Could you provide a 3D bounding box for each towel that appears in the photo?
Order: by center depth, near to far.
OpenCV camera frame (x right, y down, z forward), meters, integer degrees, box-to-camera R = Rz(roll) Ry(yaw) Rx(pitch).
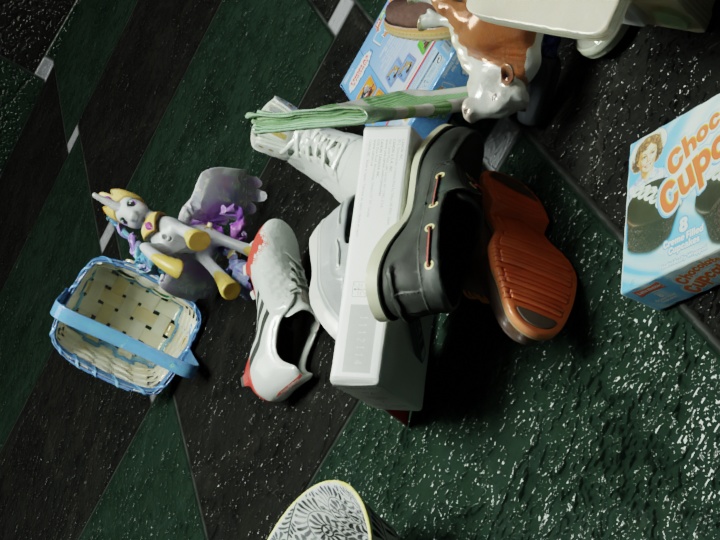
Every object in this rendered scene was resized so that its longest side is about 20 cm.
[{"bbox_3d":[0.025,-0.136,1.184,0.152,0.199,0.024,2,101,47],"label":"towel"}]

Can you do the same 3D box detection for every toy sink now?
[{"bbox_3d":[0.187,-0.240,1.014,0.130,0.112,0.201,19,84,43],"label":"toy sink"}]

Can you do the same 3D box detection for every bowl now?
[{"bbox_3d":[-0.008,0.264,1.055,0.201,0.094,0.202,-44,35,41],"label":"bowl"}]

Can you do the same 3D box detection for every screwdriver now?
[{"bbox_3d":[0.155,-0.206,1.120,0.029,0.028,0.201,-53,-23,-59],"label":"screwdriver"}]

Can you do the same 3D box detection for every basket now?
[{"bbox_3d":[-0.276,0.064,1.668,0.140,0.176,0.200,-61,14,7],"label":"basket"}]

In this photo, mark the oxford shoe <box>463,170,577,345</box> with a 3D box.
[{"bbox_3d":[0.110,0.004,1.068,0.073,0.071,0.200,-59,16,27],"label":"oxford shoe"}]

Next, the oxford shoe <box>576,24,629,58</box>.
[{"bbox_3d":[0.194,-0.262,1.122,0.075,0.058,0.201,-5,68,58],"label":"oxford shoe"}]

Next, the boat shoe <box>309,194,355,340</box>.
[{"bbox_3d":[0.000,0.000,1.299,0.069,0.072,0.200,-55,19,25],"label":"boat shoe"}]

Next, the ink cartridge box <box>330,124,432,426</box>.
[{"bbox_3d":[0.039,0.011,1.123,0.044,0.176,0.201,1,74,23],"label":"ink cartridge box"}]

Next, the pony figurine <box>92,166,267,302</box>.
[{"bbox_3d":[-0.180,-0.035,1.576,0.200,0.192,0.167,30,101,46],"label":"pony figurine"}]

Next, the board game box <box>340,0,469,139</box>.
[{"bbox_3d":[0.050,-0.201,1.385,0.152,0.036,0.200,-59,27,19],"label":"board game box"}]

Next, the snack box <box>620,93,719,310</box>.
[{"bbox_3d":[0.241,-0.061,0.882,0.200,0.037,0.117,-32,42,53],"label":"snack box"}]

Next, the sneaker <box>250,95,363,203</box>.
[{"bbox_3d":[-0.047,-0.119,1.425,0.074,0.115,0.200,-66,26,0],"label":"sneaker"}]

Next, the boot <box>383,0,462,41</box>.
[{"bbox_3d":[0.091,-0.285,1.202,0.199,0.072,0.167,-2,110,37],"label":"boot"}]

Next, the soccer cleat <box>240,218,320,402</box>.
[{"bbox_3d":[-0.073,0.034,1.419,0.085,0.068,0.201,-27,49,43],"label":"soccer cleat"}]

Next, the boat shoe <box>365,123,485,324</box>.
[{"bbox_3d":[0.063,-0.038,1.048,0.063,0.074,0.202,-5,37,26],"label":"boat shoe"}]

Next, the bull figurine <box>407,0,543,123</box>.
[{"bbox_3d":[0.103,-0.217,1.114,0.121,0.065,0.201,24,101,23],"label":"bull figurine"}]
